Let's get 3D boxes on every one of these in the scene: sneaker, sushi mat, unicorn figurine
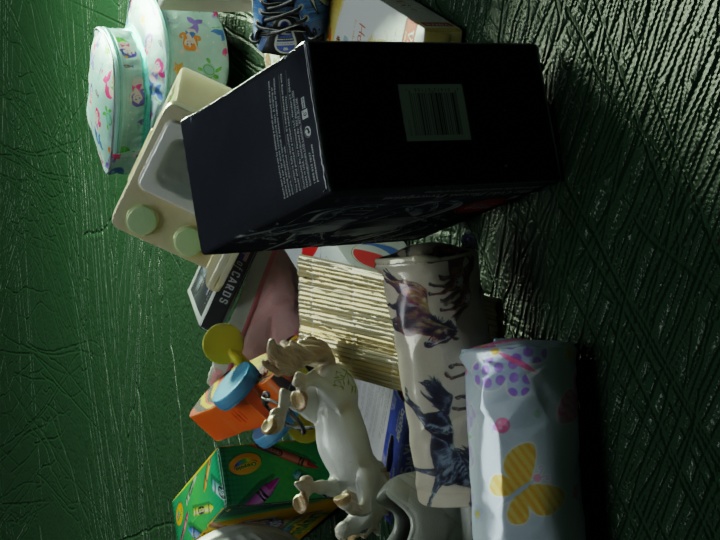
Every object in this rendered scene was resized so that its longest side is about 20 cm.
[{"bbox_3d":[-0.058,-0.234,1.554,0.200,0.078,0.090,55,-143,-69],"label":"sneaker"},{"bbox_3d":[0.028,0.049,1.400,0.199,0.012,0.096,13,111,38],"label":"sushi mat"},{"bbox_3d":[0.047,0.247,1.391,0.076,0.091,0.202,176,92,-68],"label":"sneaker"},{"bbox_3d":[-0.065,0.038,1.700,0.076,0.104,0.201,109,-179,-58],"label":"sneaker"},{"bbox_3d":[-0.018,0.145,1.410,0.137,0.073,0.202,-16,-77,-68],"label":"unicorn figurine"}]

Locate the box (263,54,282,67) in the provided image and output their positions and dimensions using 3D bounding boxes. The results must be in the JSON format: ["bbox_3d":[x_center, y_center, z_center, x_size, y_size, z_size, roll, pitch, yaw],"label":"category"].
[{"bbox_3d":[-0.055,-0.154,1.685,0.039,0.041,0.201,123,141,-55],"label":"box"}]

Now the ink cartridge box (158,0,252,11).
[{"bbox_3d":[-0.100,-0.337,1.642,0.200,0.144,0.148,143,121,-64],"label":"ink cartridge box"}]

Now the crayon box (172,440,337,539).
[{"bbox_3d":[-0.096,0.213,1.696,0.200,0.118,0.059,129,134,-62],"label":"crayon box"}]

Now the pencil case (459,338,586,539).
[{"bbox_3d":[0.113,0.145,1.237,0.091,0.082,0.202,25,-119,-82],"label":"pencil case"}]

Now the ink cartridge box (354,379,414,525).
[{"bbox_3d":[0.013,0.108,1.536,0.200,0.042,0.120,-121,35,-55],"label":"ink cartridge box"}]

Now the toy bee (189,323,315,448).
[{"bbox_3d":[-0.066,0.099,1.566,0.199,0.109,0.131,12,145,46],"label":"toy bee"}]

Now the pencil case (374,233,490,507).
[{"bbox_3d":[0.064,0.078,1.316,0.089,0.077,0.202,-39,-61,-74],"label":"pencil case"}]

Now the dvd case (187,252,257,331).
[{"bbox_3d":[-0.122,-0.026,1.753,0.151,0.025,0.200,-65,11,4],"label":"dvd case"}]

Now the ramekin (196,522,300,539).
[{"bbox_3d":[-0.089,0.332,1.613,0.094,0.201,0.204,9,100,56],"label":"ramekin"}]

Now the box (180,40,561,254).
[{"bbox_3d":[0.005,-0.085,1.287,0.182,0.199,0.105,-21,76,56],"label":"box"}]

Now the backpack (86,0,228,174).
[{"bbox_3d":[-0.212,-0.198,1.943,0.178,0.149,0.201,-116,37,-47],"label":"backpack"}]

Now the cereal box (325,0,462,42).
[{"bbox_3d":[0.019,-0.154,1.500,0.200,0.039,0.145,-135,49,-60],"label":"cereal box"}]

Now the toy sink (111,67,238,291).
[{"bbox_3d":[-0.151,-0.088,1.666,0.131,0.111,0.200,-62,12,18],"label":"toy sink"}]

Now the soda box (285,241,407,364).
[{"bbox_3d":[0.000,0.000,1.520,0.200,0.068,0.064,-124,40,-53],"label":"soda box"}]
